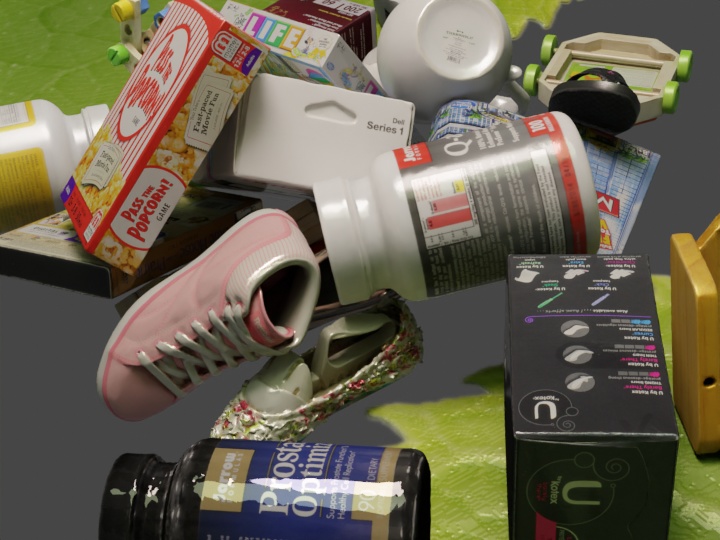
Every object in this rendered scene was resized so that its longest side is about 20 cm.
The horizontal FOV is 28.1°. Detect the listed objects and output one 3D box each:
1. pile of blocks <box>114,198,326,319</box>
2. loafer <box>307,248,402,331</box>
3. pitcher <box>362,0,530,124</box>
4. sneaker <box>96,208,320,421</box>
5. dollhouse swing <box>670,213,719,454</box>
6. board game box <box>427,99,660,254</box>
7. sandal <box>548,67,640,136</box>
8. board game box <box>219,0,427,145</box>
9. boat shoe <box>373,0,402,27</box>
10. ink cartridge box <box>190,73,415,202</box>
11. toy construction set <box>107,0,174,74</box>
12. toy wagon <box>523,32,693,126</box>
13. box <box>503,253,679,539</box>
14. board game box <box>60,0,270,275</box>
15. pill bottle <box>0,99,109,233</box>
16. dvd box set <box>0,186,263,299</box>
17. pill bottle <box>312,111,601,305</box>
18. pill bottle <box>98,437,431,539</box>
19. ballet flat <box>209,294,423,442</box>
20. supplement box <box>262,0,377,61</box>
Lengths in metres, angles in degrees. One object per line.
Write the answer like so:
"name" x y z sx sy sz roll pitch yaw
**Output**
"pile of blocks" -0.103 0.012 1.193 0.199 0.082 0.062 -28 85 -18
"loafer" 0.000 0.000 1.160 0.199 0.072 0.063 -27 1 -26
"pitcher" 0.094 -0.188 1.345 0.170 0.122 0.200 10 -8 -8
"sneaker" -0.108 0.045 1.050 0.200 0.075 0.105 -44 31 -1
"dollhouse swing" 0.332 0.061 0.979 0.198 0.183 0.176 -5 14 -2
"board game box" 0.149 -0.051 1.195 0.199 0.062 0.201 20 41 -7
"sandal" 0.203 -0.148 1.277 0.075 0.048 0.200 17 -8 1
"board game box" -0.034 -0.166 1.320 0.134 0.200 0.034 24 79 33
"boat shoe" 0.068 -0.274 1.559 0.065 0.074 0.200 -16 37 -9
"ink cartridge box" -0.058 -0.105 1.203 0.144 0.085 0.200 8 -1 -19
"toy construction set" -0.191 -0.157 1.344 0.092 0.200 0.131 -38 78 -28
"toy wagon" 0.243 -0.184 1.442 0.154 0.040 0.200 10 38 20
"box" 0.151 0.092 0.981 0.105 0.123 0.201 0 34 5
"board game box" -0.157 -0.112 1.125 0.046 0.201 0.151 29 6 -26
"pill bottle" -0.321 -0.092 1.304 0.198 0.113 0.112 -12 35 -12
"dvd box set" -0.198 -0.031 1.221 0.145 0.030 0.200 10 23 31
"pill bottle" 0.070 -0.042 1.076 0.198 0.116 0.116 -13 35 -1
"pill bottle" -0.058 0.164 0.909 0.198 0.113 0.112 2 35 8
"ballet flat" -0.035 0.076 1.075 0.199 0.064 0.075 -31 44 -32
"supplement box" -0.083 -0.226 1.518 0.108 0.061 0.200 21 43 31
